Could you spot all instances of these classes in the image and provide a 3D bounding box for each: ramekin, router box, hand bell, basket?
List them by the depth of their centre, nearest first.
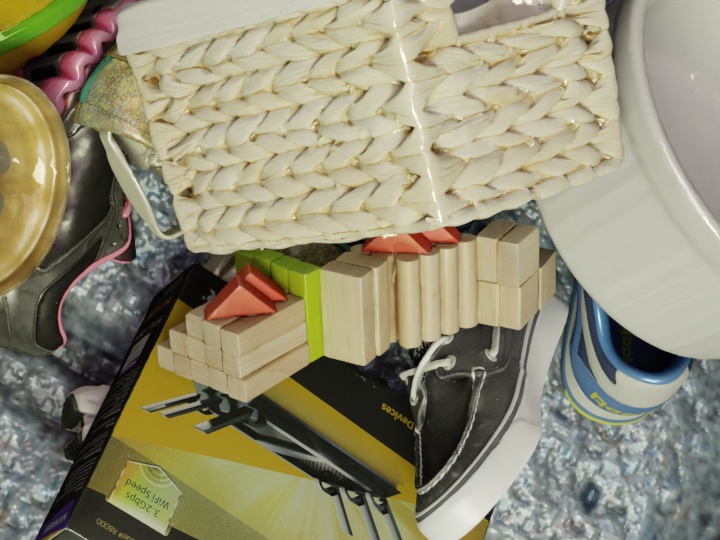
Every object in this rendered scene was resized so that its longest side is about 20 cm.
[{"bbox_3d":[0.005,-0.083,0.872,0.135,0.200,0.124,-19,100,-39],"label":"basket"},{"bbox_3d":[-0.247,-0.057,0.931,0.200,0.104,0.104,14,82,31],"label":"hand bell"},{"bbox_3d":[-0.039,0.116,0.954,0.200,0.052,0.157,33,55,-16],"label":"router box"},{"bbox_3d":[0.175,-0.054,0.959,0.200,0.098,0.201,19,57,-32],"label":"ramekin"}]

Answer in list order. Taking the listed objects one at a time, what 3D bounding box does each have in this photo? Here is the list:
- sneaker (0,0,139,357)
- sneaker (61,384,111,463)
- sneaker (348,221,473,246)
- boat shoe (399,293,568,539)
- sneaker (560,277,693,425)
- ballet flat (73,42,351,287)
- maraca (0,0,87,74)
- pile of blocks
[{"bbox_3d":[-0.146,-0.046,0.994,0.095,0.079,0.200,32,82,-28],"label":"sneaker"},{"bbox_3d":[-0.090,0.150,0.982,0.081,0.075,0.200,-11,86,-21],"label":"sneaker"},{"bbox_3d":[0.041,-0.078,0.994,0.079,0.096,0.200,17,99,-8],"label":"sneaker"},{"bbox_3d":[0.051,0.054,0.962,0.068,0.072,0.200,41,36,-11],"label":"boat shoe"},{"bbox_3d":[0.144,-0.021,1.026,0.074,0.082,0.200,-3,84,-9],"label":"sneaker"},{"bbox_3d":[-0.067,-0.029,0.973,0.071,0.071,0.200,-46,116,-9],"label":"ballet flat"},{"bbox_3d":[-0.179,-0.157,0.964,0.200,0.107,0.137,-25,54,-13],"label":"maraca"},{"bbox_3d":[0.000,0.000,0.928,0.200,0.082,0.062,-13,118,-22],"label":"pile of blocks"}]
